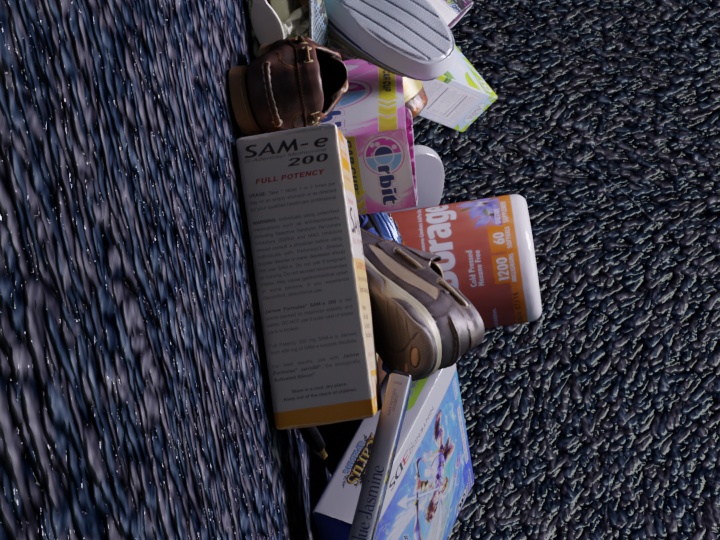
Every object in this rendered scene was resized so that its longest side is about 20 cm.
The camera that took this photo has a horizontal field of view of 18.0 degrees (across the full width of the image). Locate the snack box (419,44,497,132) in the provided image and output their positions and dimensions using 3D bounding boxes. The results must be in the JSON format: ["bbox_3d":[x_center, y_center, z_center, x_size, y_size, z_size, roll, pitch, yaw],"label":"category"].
[{"bbox_3d":[0.020,-0.220,2.040,0.200,0.053,0.142,53,18,25],"label":"snack box"}]

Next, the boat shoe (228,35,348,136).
[{"bbox_3d":[-0.042,-0.132,1.645,0.200,0.070,0.071,-63,138,-76],"label":"boat shoe"}]

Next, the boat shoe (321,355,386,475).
[{"bbox_3d":[0.001,0.073,1.888,0.067,0.072,0.202,-9,97,-61],"label":"boat shoe"}]

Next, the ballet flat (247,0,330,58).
[{"bbox_3d":[-0.065,-0.237,1.740,0.074,0.074,0.201,-88,166,-71],"label":"ballet flat"}]

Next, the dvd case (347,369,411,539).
[{"bbox_3d":[0.004,0.179,1.629,0.143,0.017,0.201,92,12,-78],"label":"dvd case"}]

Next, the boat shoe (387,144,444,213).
[{"bbox_3d":[0.011,-0.040,2.058,0.201,0.068,0.057,-61,-150,30],"label":"boat shoe"}]

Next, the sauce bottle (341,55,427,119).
[{"bbox_3d":[-0.015,-0.210,1.889,0.201,0.066,0.066,59,10,-15],"label":"sauce bottle"}]

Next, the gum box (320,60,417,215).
[{"bbox_3d":[-0.017,-0.107,1.784,0.200,0.113,0.067,-90,171,-67],"label":"gum box"}]

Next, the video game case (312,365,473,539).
[{"bbox_3d":[0.032,0.184,1.846,0.182,0.045,0.201,-60,155,-31],"label":"video game case"}]

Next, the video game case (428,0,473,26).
[{"bbox_3d":[0.005,-0.278,1.991,0.200,0.036,0.181,42,18,-2],"label":"video game case"}]

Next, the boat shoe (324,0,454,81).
[{"bbox_3d":[-0.005,-0.201,1.808,0.200,0.072,0.062,38,-39,27],"label":"boat shoe"}]

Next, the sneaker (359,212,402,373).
[{"bbox_3d":[0.000,0.000,1.798,0.200,0.078,0.076,47,-27,22],"label":"sneaker"}]

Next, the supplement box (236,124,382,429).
[{"bbox_3d":[-0.033,0.006,1.592,0.126,0.073,0.202,19,63,-87],"label":"supplement box"}]

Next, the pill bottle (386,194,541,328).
[{"bbox_3d":[0.053,0.002,1.983,0.112,0.198,0.113,-9,90,-87],"label":"pill bottle"}]

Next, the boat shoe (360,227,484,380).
[{"bbox_3d":[0.028,0.020,1.694,0.200,0.073,0.075,-132,-142,-52],"label":"boat shoe"}]

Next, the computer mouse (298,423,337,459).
[{"bbox_3d":[-0.025,0.088,1.758,0.200,0.046,0.141,77,5,-57],"label":"computer mouse"}]
